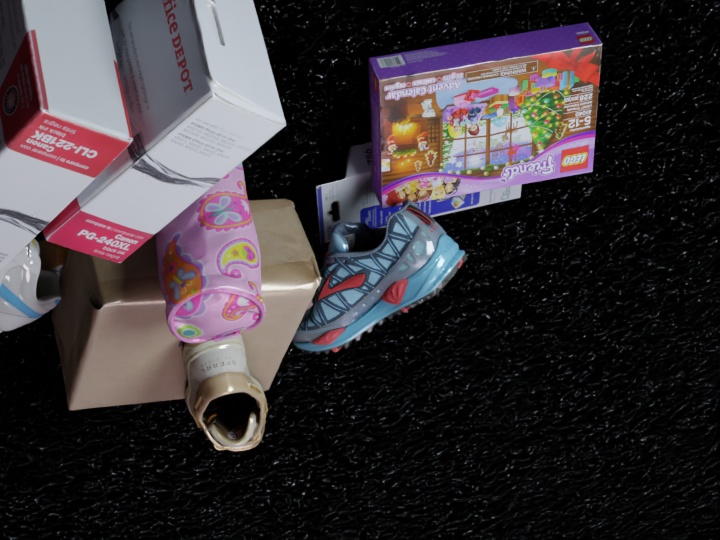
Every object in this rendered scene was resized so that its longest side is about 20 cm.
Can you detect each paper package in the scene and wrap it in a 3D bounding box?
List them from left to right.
[{"bbox_3d":[-0.161,0.032,1.531,0.199,0.104,0.191,-4,147,-22],"label":"paper package"}]

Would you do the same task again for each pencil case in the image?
[{"bbox_3d":[-0.129,-0.039,1.414,0.087,0.201,0.088,-8,146,-6],"label":"pencil case"}]

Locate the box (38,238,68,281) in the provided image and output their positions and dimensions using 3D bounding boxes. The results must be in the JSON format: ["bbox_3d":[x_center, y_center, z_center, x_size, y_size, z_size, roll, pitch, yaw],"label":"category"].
[{"bbox_3d":[-0.194,-0.020,1.569,0.199,0.042,0.119,-26,148,10],"label":"box"}]

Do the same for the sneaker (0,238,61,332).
[{"bbox_3d":[-0.320,-0.026,1.453,0.080,0.077,0.200,-21,141,0],"label":"sneaker"}]

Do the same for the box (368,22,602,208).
[{"bbox_3d":[0.108,-0.134,1.493,0.199,0.039,0.137,-11,131,-10],"label":"box"}]

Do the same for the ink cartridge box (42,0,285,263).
[{"bbox_3d":[-0.162,-0.123,1.313,0.200,0.146,0.083,-36,143,29],"label":"ink cartridge box"}]

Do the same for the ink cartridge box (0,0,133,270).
[{"bbox_3d":[-0.271,-0.105,1.290,0.084,0.145,0.200,17,135,-41],"label":"ink cartridge box"}]

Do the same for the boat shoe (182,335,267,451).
[{"bbox_3d":[-0.119,0.126,1.537,0.073,0.069,0.200,-15,151,-2],"label":"boat shoe"}]

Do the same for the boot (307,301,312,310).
[{"bbox_3d":[-0.039,0.021,1.651,0.199,0.065,0.186,-15,169,3],"label":"boot"}]

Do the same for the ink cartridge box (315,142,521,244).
[{"bbox_3d":[0.052,-0.086,1.582,0.199,0.039,0.100,-14,149,-8],"label":"ink cartridge box"}]

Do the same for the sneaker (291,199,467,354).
[{"bbox_3d":[0.000,0.000,1.535,0.200,0.096,0.079,-32,-171,33],"label":"sneaker"}]
